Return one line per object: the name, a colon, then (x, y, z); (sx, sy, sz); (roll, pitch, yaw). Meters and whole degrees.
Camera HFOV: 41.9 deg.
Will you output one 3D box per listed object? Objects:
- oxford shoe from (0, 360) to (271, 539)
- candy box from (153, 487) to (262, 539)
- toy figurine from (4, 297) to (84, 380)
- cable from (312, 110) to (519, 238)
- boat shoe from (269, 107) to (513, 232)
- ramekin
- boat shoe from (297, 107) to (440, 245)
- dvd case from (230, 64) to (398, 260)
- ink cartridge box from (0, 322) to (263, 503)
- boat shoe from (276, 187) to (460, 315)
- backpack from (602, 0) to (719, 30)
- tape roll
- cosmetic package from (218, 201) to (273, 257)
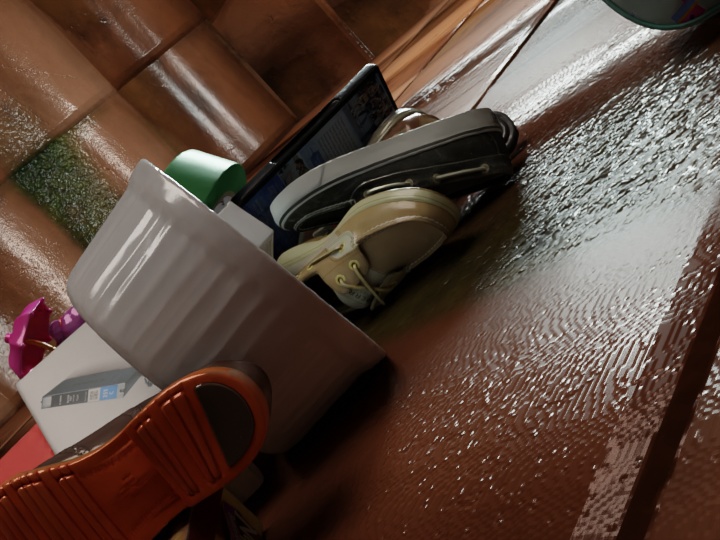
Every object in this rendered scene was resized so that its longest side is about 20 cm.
oxford shoe: (-0.127, 0.114, 0.494); (0.200, 0.071, 0.073); (-31, 4, 7)
candy box: (-0.142, 0.206, 0.490); (0.200, 0.056, 0.117); (-43, 12, 6)
toy figurine: (-0.302, 0.100, 1.058); (0.200, 0.184, 0.150); (-42, 12, 2)
cable: (0.041, -0.076, 0.816); (0.200, 0.097, 0.050); (-37, -29, 2)
boat shoe: (0.022, -0.063, 0.749); (0.200, 0.064, 0.071); (-21, -13, 17)
ramekin: (-0.090, 0.028, 0.608); (0.098, 0.200, 0.200); (-51, 12, -3)
boat shoe: (0.016, -0.067, 0.868); (0.072, 0.076, 0.200); (24, 77, 49)
dvd case: (-0.022, -0.080, 0.898); (0.018, 0.143, 0.200); (20, 59, 44)
ink cartridge box: (-0.183, 0.135, 0.625); (0.176, 0.045, 0.200); (-44, 44, -9)
boat shoe: (0.000, 0.000, 0.729); (0.200, 0.074, 0.066); (-30, 41, 48)
backpack: (0.222, -0.260, 0.621); (0.200, 0.176, 0.153); (-41, 7, 29)
tape roll: (-0.160, -0.008, 0.858); (0.200, 0.048, 0.201); (17, -90, -85)
cosmetic package: (-0.115, 0.033, 0.807); (0.083, 0.051, 0.200); (-53, -13, -26)
